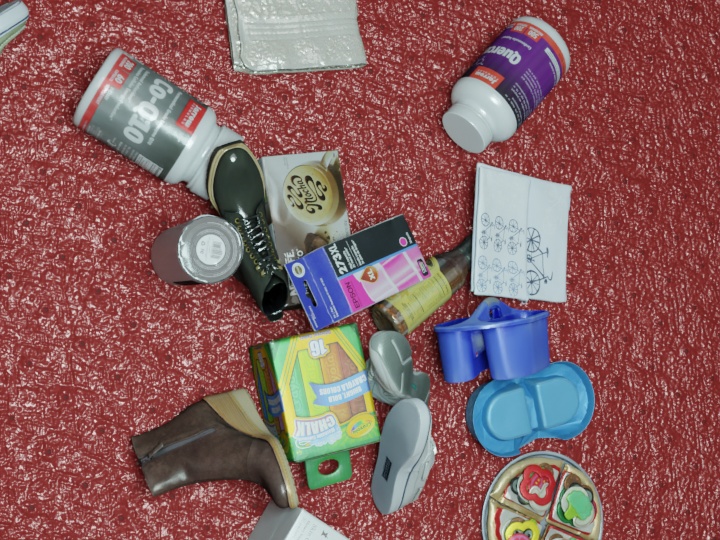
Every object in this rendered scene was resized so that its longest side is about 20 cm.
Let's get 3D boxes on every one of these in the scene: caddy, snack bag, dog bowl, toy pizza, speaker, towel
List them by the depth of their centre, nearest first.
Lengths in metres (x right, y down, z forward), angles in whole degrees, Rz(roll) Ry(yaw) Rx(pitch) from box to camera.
[{"bbox_3d":[-0.207,-0.022,1.334,0.080,0.200,0.082,1,88,-21],"label":"speaker"},{"bbox_3d":[0.183,0.089,1.468,0.200,0.140,0.106,-8,90,-65],"label":"caddy"},{"bbox_3d":[-0.092,-0.345,1.504,0.198,0.034,0.134,-8,87,-20],"label":"towel"},{"bbox_3d":[0.239,0.197,1.540,0.198,0.050,0.113,-13,92,-21],"label":"dog bowl"},{"bbox_3d":[0.267,0.362,1.542,0.198,0.032,0.203,3,82,-19],"label":"toy pizza"},{"bbox_3d":[0.239,-0.047,1.561,0.198,0.021,0.191,9,80,-36],"label":"snack bag"}]

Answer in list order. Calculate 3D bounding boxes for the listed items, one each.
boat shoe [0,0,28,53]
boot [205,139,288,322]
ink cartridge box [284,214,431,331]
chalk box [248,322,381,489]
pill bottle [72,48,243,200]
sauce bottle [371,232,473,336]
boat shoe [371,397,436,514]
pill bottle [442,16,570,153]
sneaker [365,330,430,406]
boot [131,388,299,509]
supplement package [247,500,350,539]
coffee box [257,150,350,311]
[{"bbox_3d":[-0.491,-0.261,1.343,0.200,0.072,0.062,-43,122,-16],"label":"boat shoe"},{"bbox_3d":[-0.130,-0.049,1.345,0.077,0.139,0.201,-21,132,-16],"label":"boot"},{"bbox_3d":[0.000,0.000,1.402,0.199,0.037,0.095,-24,88,-37],"label":"ink cartridge box"},{"bbox_3d":[-0.057,0.181,1.401,0.124,0.124,0.202,-12,87,-20],"label":"chalk box"},{"bbox_3d":[-0.257,-0.185,1.382,0.199,0.114,0.115,32,74,-13],"label":"pill bottle"},{"bbox_3d":[0.103,0.018,1.512,0.200,0.066,0.066,-39,96,-26],"label":"sauce bottle"},{"bbox_3d":[0.066,0.241,1.423,0.065,0.201,0.074,-10,48,-30],"label":"boat shoe"},{"bbox_3d":[0.209,-0.267,1.558,0.112,0.112,0.200,45,71,-9],"label":"pill bottle"},{"bbox_3d":[0.034,0.139,1.411,0.079,0.201,0.071,4,62,19],"label":"sneaker"},{"bbox_3d":[-0.182,0.249,1.340,0.165,0.073,0.200,-24,50,-16],"label":"boot"},{"bbox_3d":[-0.100,0.408,1.340,0.110,0.156,0.201,34,73,-13],"label":"supplement package"},{"bbox_3d":[-0.078,-0.052,1.446,0.112,0.080,0.202,-7,85,-23],"label":"coffee box"}]
